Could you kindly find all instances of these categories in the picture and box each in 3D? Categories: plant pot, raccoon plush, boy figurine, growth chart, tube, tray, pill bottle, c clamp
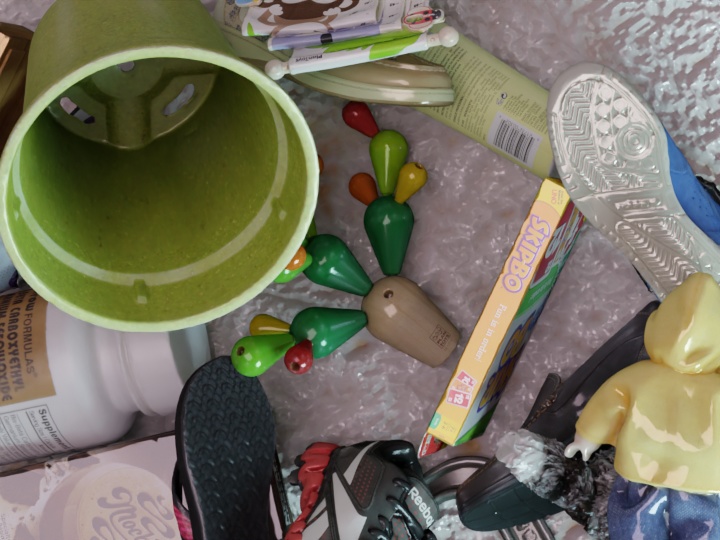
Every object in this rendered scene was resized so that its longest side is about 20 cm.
[{"bbox_3d":[-0.139,-0.094,1.632,0.200,0.184,0.201,-6,122,-9],"label":"plant pot"},{"bbox_3d":[0.197,0.124,1.618,0.134,0.200,0.097,-47,47,9],"label":"raccoon plush"},{"bbox_3d":[0.187,0.101,1.558,0.124,0.064,0.201,4,84,13],"label":"boy figurine"},{"bbox_3d":[-0.016,-0.190,1.677,0.144,0.200,0.018,-13,131,5],"label":"growth chart"},{"bbox_3d":[0.060,-0.129,1.710,0.200,0.052,0.058,32,60,19],"label":"tube"},{"bbox_3d":[-0.280,-0.075,1.768,0.037,0.099,0.201,29,98,11],"label":"tray"},{"bbox_3d":[-0.209,0.068,1.744,0.199,0.114,0.115,-12,88,14],"label":"pill bottle"},{"bbox_3d":[0.067,0.234,1.722,0.170,0.027,0.201,-25,84,12],"label":"c clamp"}]

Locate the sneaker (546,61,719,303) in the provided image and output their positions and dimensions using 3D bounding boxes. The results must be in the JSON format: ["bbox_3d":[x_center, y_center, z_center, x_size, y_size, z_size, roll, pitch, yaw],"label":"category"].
[{"bbox_3d":[0.183,-0.050,1.639,0.077,0.111,0.200,-36,98,9],"label":"sneaker"}]

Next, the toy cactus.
[{"bbox_3d":[0.000,0.000,1.695,0.165,0.102,0.200,37,60,-14],"label":"toy cactus"}]

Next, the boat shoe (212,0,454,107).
[{"bbox_3d":[-0.021,-0.153,1.691,0.199,0.073,0.063,20,102,32],"label":"boat shoe"}]

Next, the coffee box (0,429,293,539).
[{"bbox_3d":[-0.148,0.170,1.732,0.199,0.080,0.113,-14,87,4],"label":"coffee box"}]

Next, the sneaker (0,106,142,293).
[{"bbox_3d":[-0.205,-0.028,1.729,0.087,0.074,0.200,37,69,8],"label":"sneaker"}]

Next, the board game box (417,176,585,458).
[{"bbox_3d":[0.096,0.034,1.676,0.030,0.096,0.201,29,98,12],"label":"board game box"}]

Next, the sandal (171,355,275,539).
[{"bbox_3d":[-0.093,0.154,1.655,0.045,0.075,0.201,-21,69,50],"label":"sandal"}]

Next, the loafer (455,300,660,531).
[{"bbox_3d":[0.143,0.099,1.687,0.200,0.073,0.072,-34,58,6],"label":"loafer"}]

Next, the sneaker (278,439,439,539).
[{"bbox_3d":[0.000,0.175,1.656,0.098,0.201,0.071,-15,120,16],"label":"sneaker"}]
